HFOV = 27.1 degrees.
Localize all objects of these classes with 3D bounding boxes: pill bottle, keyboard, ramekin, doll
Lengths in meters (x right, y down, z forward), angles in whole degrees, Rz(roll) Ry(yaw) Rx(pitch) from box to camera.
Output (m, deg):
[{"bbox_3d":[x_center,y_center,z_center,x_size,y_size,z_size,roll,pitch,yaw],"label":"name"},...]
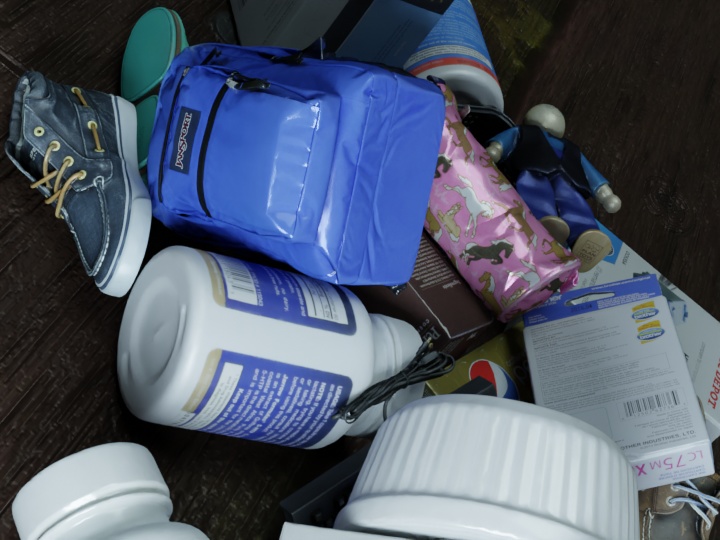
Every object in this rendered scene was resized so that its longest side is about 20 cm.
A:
[{"bbox_3d":[-0.058,0.061,1.048,0.199,0.120,0.120,15,43,-32],"label":"pill bottle"},{"bbox_3d":[-0.123,0.205,0.843,0.114,0.114,0.201,-1,53,-43],"label":"pill bottle"},{"bbox_3d":[0.025,0.127,1.037,0.199,0.020,0.128,-29,117,-36],"label":"keyboard"},{"bbox_3d":[0.066,-0.214,1.452,0.111,0.112,0.201,17,42,-30],"label":"pill bottle"},{"bbox_3d":[0.088,0.155,0.961,0.201,0.202,0.095,25,62,-21],"label":"ramekin"},{"bbox_3d":[0.171,-0.078,1.308,0.135,0.049,0.201,17,35,-16],"label":"doll"}]

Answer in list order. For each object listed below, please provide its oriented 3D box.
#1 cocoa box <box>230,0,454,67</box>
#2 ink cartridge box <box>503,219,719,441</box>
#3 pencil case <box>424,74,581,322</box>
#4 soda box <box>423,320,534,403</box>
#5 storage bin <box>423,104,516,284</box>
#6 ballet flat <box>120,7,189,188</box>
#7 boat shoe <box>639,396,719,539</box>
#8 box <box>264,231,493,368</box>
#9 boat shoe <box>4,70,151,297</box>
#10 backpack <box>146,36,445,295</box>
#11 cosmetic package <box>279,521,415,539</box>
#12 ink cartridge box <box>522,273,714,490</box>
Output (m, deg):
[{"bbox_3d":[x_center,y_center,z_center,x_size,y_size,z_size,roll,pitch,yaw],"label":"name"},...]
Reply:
[{"bbox_3d":[-0.010,-0.264,1.360,0.130,0.200,0.134,15,43,-32],"label":"cocoa box"},{"bbox_3d":[0.240,0.066,1.352,0.199,0.086,0.147,38,36,-3],"label":"ink cartridge box"},{"bbox_3d":[0.089,-0.054,1.183,0.201,0.086,0.083,56,1,13],"label":"pencil case"},{"bbox_3d":[0.106,0.099,1.209,0.068,0.064,0.199,50,36,11],"label":"soda box"},{"bbox_3d":[0.069,-0.067,1.323,0.199,0.094,0.136,-2,54,-43],"label":"storage bin"},{"bbox_3d":[-0.156,-0.128,1.212,0.070,0.067,0.201,43,29,-39],"label":"ballet flat"},{"bbox_3d":[0.228,0.168,1.110,0.072,0.072,0.201,28,39,-20],"label":"boat shoe"},{"bbox_3d":[0.000,0.000,1.180,0.200,0.100,0.075,51,33,14],"label":"box"},{"bbox_3d":[-0.210,-0.064,1.086,0.090,0.071,0.201,17,36,-28],"label":"boat shoe"},{"bbox_3d":[-0.064,-0.089,1.066,0.199,0.164,0.167,17,3,38],"label":"backpack"},{"bbox_3d":[0.049,0.217,0.898,0.198,0.108,0.086,6,65,18],"label":"cosmetic package"},{"bbox_3d":[0.190,0.086,1.141,0.201,0.118,0.042,-94,167,-51],"label":"ink cartridge box"}]
